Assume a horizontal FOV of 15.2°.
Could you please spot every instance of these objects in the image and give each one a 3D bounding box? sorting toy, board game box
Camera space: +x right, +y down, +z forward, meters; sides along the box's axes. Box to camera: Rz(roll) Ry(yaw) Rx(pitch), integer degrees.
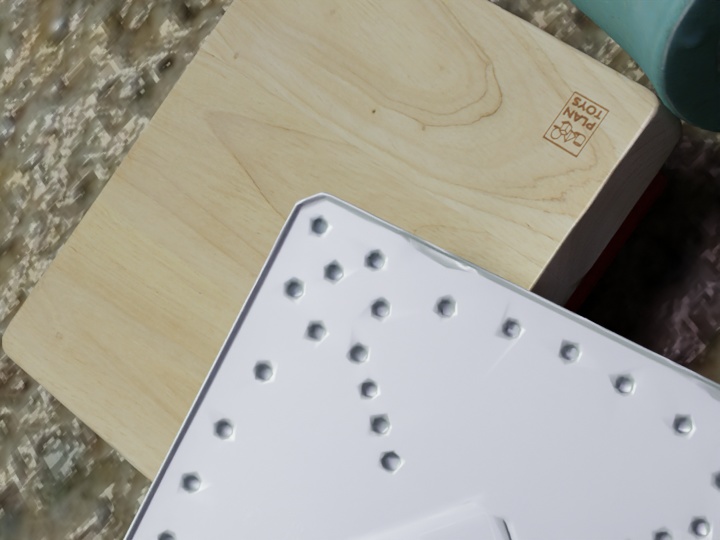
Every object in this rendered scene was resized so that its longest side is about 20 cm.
[{"bbox_3d":[0.000,0.000,0.946,0.200,0.070,0.199,35,90,44],"label":"sorting toy"},{"bbox_3d":[0.026,0.106,0.827,0.199,0.026,0.201,26,87,17],"label":"board game box"}]

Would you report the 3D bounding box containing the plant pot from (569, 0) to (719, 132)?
[{"bbox_3d":[0.118,-0.155,0.861,0.200,0.200,0.188,-34,59,19],"label":"plant pot"}]
